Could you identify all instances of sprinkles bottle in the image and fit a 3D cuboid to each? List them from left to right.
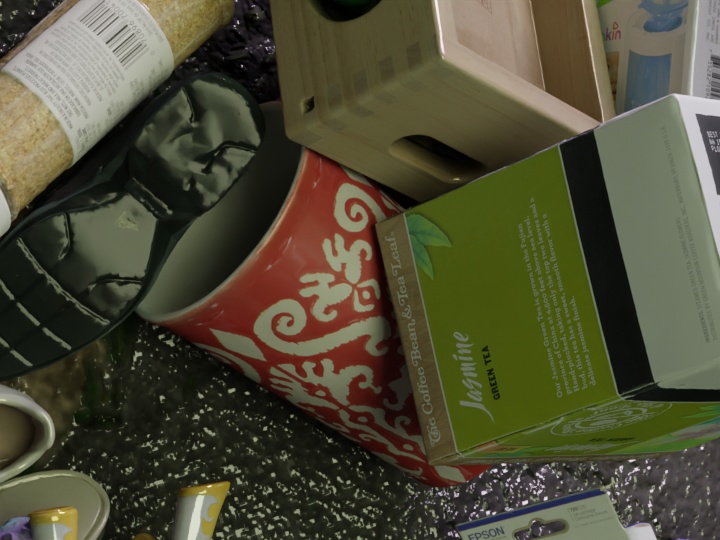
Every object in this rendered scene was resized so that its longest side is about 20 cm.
[{"bbox_3d":[-0.152,-0.092,1.403,0.200,0.068,0.068,-45,110,-25],"label":"sprinkles bottle"}]

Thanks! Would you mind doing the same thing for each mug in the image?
[{"bbox_3d":[0.005,0.002,1.461,0.200,0.133,0.178,37,72,-28],"label":"mug"}]

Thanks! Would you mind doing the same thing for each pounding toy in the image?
[{"bbox_3d":[0.009,-0.141,1.416,0.200,0.142,0.184,23,51,-47],"label":"pounding toy"}]

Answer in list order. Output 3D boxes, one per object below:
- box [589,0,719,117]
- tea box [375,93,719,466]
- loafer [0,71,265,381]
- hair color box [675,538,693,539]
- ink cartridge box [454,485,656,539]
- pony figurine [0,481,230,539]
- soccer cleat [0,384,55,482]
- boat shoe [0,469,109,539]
[{"bbox_3d":[0.147,-0.118,1.505,0.101,0.200,0.113,11,81,-38],"label":"box"},{"bbox_3d":[0.152,0.010,1.389,0.200,0.197,0.134,3,71,-48],"label":"tea box"},{"bbox_3d":[-0.130,-0.021,1.411,0.200,0.072,0.073,-41,102,-3],"label":"loafer"},{"bbox_3d":[0.276,0.232,1.635,0.200,0.065,0.109,14,81,-20],"label":"hair color box"},{"bbox_3d":[0.137,0.211,1.547,0.200,0.099,0.039,66,29,-13],"label":"ink cartridge box"},{"bbox_3d":[-0.124,0.212,1.319,0.193,0.166,0.200,-6,87,-48],"label":"pony figurine"},{"bbox_3d":[-0.243,0.097,1.333,0.200,0.078,0.069,-20,98,-29],"label":"soccer cleat"},{"bbox_3d":[-0.208,0.172,1.374,0.067,0.057,0.200,41,59,16],"label":"boat shoe"}]
